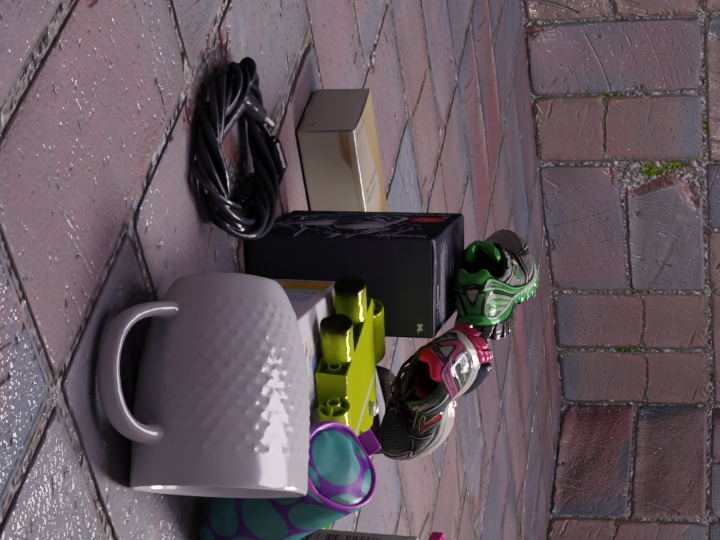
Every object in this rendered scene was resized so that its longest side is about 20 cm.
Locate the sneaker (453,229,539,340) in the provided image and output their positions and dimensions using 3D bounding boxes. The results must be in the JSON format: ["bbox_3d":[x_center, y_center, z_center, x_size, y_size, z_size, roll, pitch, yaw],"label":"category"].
[{"bbox_3d":[0.146,-0.001,1.787,0.200,0.077,0.086,-62,149,-63],"label":"sneaker"}]

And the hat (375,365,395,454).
[{"bbox_3d":[0.007,0.168,2.047,0.200,0.080,0.202,0,90,-76],"label":"hat"}]

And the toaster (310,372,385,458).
[{"bbox_3d":[-0.039,0.134,1.789,0.200,0.113,0.130,-65,150,-58],"label":"toaster"}]

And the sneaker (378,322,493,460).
[{"bbox_3d":[0.059,0.128,1.716,0.074,0.081,0.201,-20,151,-37],"label":"sneaker"}]

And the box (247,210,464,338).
[{"bbox_3d":[0.000,0.000,1.761,0.182,0.198,0.105,-41,132,-73],"label":"box"}]

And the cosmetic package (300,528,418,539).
[{"bbox_3d":[-0.028,0.392,1.704,0.165,0.164,0.201,-57,144,-60],"label":"cosmetic package"}]

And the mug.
[{"bbox_3d":[-0.132,0.092,1.369,0.199,0.147,0.177,13,74,-44],"label":"mug"}]

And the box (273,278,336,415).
[{"bbox_3d":[-0.090,0.076,1.563,0.200,0.112,0.102,-40,132,-73],"label":"box"}]

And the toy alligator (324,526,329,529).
[{"bbox_3d":[-0.039,0.253,1.924,0.054,0.059,0.200,48,18,0],"label":"toy alligator"}]

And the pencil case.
[{"bbox_3d":[-0.068,0.205,1.507,0.092,0.200,0.085,-24,82,-42],"label":"pencil case"}]

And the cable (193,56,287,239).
[{"bbox_3d":[-0.113,-0.117,1.607,0.200,0.050,0.164,-54,142,-67],"label":"cable"}]

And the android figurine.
[{"bbox_3d":[-0.009,0.111,1.600,0.182,0.041,0.201,-70,160,-54],"label":"android figurine"}]

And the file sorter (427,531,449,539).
[{"bbox_3d":[0.118,0.389,1.691,0.139,0.124,0.202,-39,128,-68],"label":"file sorter"}]

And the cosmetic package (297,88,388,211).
[{"bbox_3d":[-0.017,-0.104,1.968,0.105,0.070,0.201,-72,158,-52],"label":"cosmetic package"}]
